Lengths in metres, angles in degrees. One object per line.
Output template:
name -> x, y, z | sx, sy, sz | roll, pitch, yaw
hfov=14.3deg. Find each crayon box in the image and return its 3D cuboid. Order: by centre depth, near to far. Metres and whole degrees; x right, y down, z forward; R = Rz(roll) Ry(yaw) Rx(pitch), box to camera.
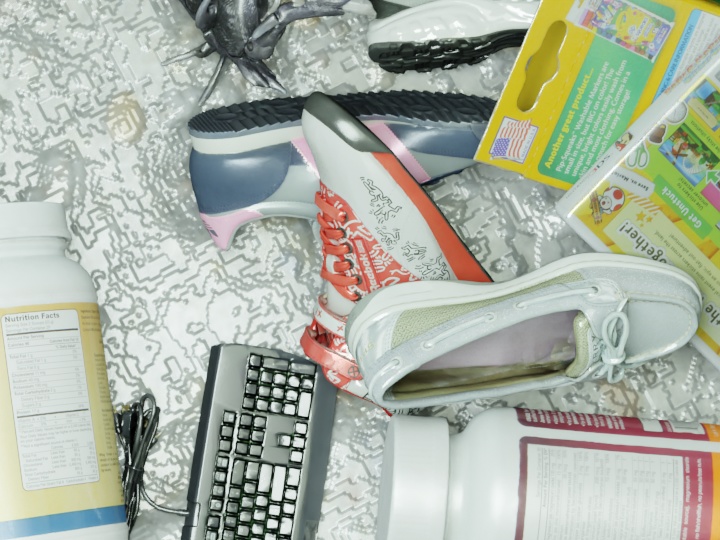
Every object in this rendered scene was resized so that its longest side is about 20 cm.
crayon box -> 0.163, -0.099, 1.610 | 0.199, 0.052, 0.126 | 16, 106, -26

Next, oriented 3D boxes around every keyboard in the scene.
keyboard -> -0.086, 0.141, 1.639 | 0.127, 0.021, 0.201 | 8, 84, -4

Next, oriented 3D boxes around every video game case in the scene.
video game case -> 0.234, -0.038, 1.619 | 0.182, 0.023, 0.200 | -46, 119, 4

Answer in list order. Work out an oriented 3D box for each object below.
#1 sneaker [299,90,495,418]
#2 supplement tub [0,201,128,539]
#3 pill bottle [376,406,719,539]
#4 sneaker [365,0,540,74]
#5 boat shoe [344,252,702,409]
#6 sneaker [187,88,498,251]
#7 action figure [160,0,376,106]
sneaker -> 0.001, 0.001, 1.597 | 0.108, 0.067, 0.201 | -41, 125, -2
supplement tub -> -0.209, 0.071, 1.572 | 0.144, 0.145, 0.201 | -8, 86, -5
pill bottle -> 0.112, 0.134, 1.610 | 0.199, 0.110, 0.110 | 5, 85, -4
sneaker -> 0.100, -0.165, 1.654 | 0.199, 0.074, 0.080 | -5, 78, -6
boat shoe -> 0.094, 0.039, 1.569 | 0.201, 0.075, 0.065 | -3, 41, -15
sneaker -> 0.001, -0.057, 1.648 | 0.199, 0.070, 0.082 | -4, 108, -6
action figure -> -0.040, -0.181, 1.620 | 0.102, 0.200, 0.119 | -13, 56, -41
